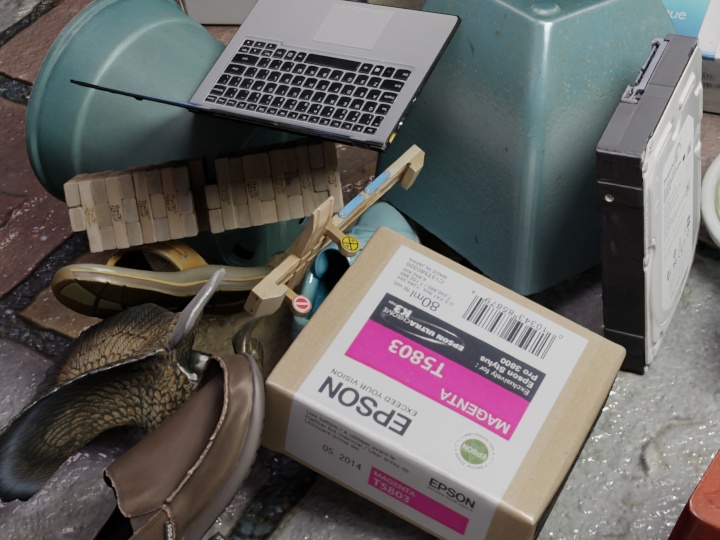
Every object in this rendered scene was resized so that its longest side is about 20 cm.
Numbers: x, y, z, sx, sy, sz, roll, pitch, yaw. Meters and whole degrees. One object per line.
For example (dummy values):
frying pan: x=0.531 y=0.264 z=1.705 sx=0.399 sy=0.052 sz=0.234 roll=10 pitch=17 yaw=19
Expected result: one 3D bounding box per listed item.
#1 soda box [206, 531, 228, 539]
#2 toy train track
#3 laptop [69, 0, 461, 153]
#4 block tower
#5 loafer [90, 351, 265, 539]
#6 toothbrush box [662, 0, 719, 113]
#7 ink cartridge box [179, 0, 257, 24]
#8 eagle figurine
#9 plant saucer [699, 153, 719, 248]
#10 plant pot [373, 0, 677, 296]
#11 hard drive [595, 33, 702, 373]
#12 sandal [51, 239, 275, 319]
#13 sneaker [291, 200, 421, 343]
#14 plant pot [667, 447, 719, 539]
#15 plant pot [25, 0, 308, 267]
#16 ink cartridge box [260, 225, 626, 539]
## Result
soda box: x=-0.042 y=0.245 z=0.808 sx=0.063 sy=0.071 sz=0.199 roll=-35 pitch=46 yaw=-25
toy train track: x=-0.008 y=-0.025 z=0.979 sx=0.032 sy=0.115 sz=0.200 roll=39 pitch=51 yaw=8
laptop: x=-0.063 y=-0.156 z=0.974 sx=0.186 sy=0.116 sz=0.201 roll=15 pitch=62 yaw=32
block tower: x=-0.113 y=-0.057 z=1.014 sx=0.197 sy=0.055 sz=0.058 roll=-9 pitch=12 yaw=0
loafer: x=-0.126 y=0.139 z=0.873 sx=0.202 sy=0.071 sz=0.073 roll=-63 pitch=25 yaw=-3
toothbrush box: x=0.302 y=-0.249 z=1.220 sx=0.145 sy=0.086 sz=0.202 roll=14 pitch=66 yaw=27
ink cartridge box: x=-0.103 y=-0.351 z=1.474 sx=0.144 sy=0.085 sz=0.201 roll=3 pitch=44 yaw=17
eagle figurine: x=-0.165 y=0.090 z=0.973 sx=0.197 sy=0.152 sz=0.153 roll=-1 pitch=62 yaw=5
plant saucer: x=0.359 y=-0.040 z=1.043 sx=0.197 sy=0.051 sz=0.201 roll=-7 pitch=41 yaw=6
plant pot: x=0.141 y=-0.138 z=1.068 sx=0.194 sy=0.202 sz=0.196 roll=-22 pitch=41 yaw=-29
hard drive: x=0.208 y=-0.046 z=0.972 sx=0.037 sy=0.202 sz=0.140 roll=11 pitch=45 yaw=25
sandal: x=-0.148 y=0.002 z=1.047 sx=0.198 sy=0.080 sz=0.055 roll=-2 pitch=72 yaw=-40
sneaker: x=0.000 y=0.000 z=1.062 sx=0.073 sy=0.083 sz=0.201 roll=4 pitch=44 yaw=16
plant pot: x=0.264 y=0.163 z=0.746 sx=0.198 sy=0.178 sz=0.200 roll=20 pitch=50 yaw=32
plant pot: x=-0.140 y=-0.107 z=1.147 sx=0.195 sy=0.202 sz=0.200 roll=30 pitch=55 yaw=27
ink cartridge box: x=0.055 y=0.083 z=0.924 sx=0.198 sy=0.076 sz=0.165 roll=26 pitch=51 yaw=13
